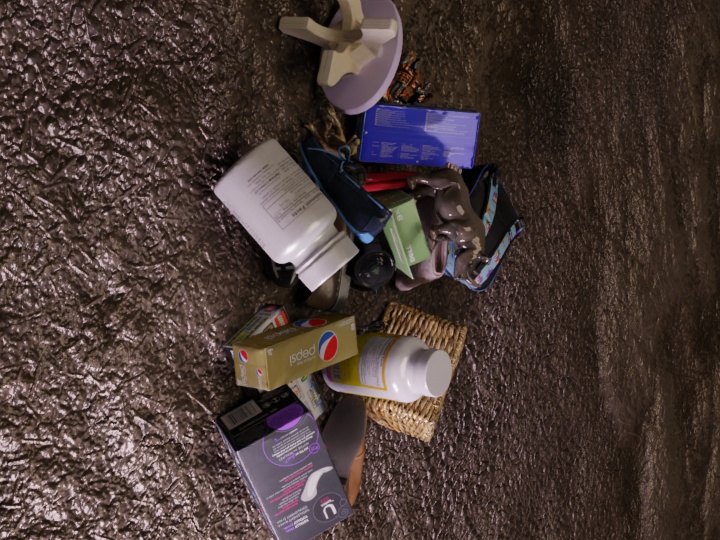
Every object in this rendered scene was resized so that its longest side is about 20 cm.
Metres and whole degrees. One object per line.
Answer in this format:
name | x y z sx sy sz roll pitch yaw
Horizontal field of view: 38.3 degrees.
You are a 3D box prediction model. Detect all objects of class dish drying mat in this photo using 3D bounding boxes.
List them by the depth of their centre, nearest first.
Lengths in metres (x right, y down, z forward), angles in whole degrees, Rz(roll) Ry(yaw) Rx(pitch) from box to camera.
dish drying mat | 0.029 -0.143 1.643 0.200 0.077 0.018 -11 111 -47

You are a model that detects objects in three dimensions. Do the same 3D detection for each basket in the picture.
basket | 0.085 0.177 1.802 0.143 0.149 0.200 86 23 -69

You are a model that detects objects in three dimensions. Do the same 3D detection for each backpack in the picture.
backpack | 0.187 -0.068 1.849 0.183 0.134 0.200 55 52 -40

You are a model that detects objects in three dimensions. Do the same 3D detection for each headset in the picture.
headset | 0.000 0.000 1.641 0.094 0.124 0.200 -12 87 -11

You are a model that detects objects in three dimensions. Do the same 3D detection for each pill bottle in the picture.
pill bottle | -0.099 -0.074 1.445 0.200 0.114 0.114 49 49 -1
pill bottle | 0.042 0.151 1.635 0.104 0.200 0.104 -7 99 -51

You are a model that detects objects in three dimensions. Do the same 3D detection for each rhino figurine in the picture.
rhino figurine | 0.146 -0.067 1.600 0.087 0.060 0.200 -23 86 -10

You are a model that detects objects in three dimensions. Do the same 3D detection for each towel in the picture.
towel | 0.112 -0.067 1.728 0.032 0.200 0.191 13 79 -12

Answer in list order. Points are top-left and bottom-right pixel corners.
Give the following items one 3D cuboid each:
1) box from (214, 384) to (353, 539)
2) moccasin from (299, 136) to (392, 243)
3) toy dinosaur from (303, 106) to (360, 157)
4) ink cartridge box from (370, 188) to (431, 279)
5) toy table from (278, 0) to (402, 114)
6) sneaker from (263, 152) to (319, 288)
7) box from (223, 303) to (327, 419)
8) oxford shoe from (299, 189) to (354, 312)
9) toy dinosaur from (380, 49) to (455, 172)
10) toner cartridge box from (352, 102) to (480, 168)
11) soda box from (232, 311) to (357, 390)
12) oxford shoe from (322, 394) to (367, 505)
box | -0.109 0.284 1.503 0.122 0.106 0.200 -27 118 -15
moccasin | -0.017 -0.125 1.500 0.068 0.200 0.080 -38 154 7
toy dinosaur | -0.040 -0.192 1.604 0.058 0.200 0.101 -27 88 -4
ink cartridge box | 0.057 -0.068 1.637 0.059 0.200 0.104 -22 112 -11
toy table | -0.018 -0.349 1.559 0.117 0.184 0.200 34 54 -65
sneaker | -0.092 -0.071 1.553 0.080 0.074 0.200 12 84 -53
box | -0.125 0.163 1.561 0.110 0.035 0.200 -45 126 -39
oxford shoe | -0.059 -0.039 1.600 0.084 0.073 0.200 8 79 -36
toy dinosaur | 0.073 -0.264 1.750 0.136 0.102 0.200 19 104 -36
toner cartridge box | 0.091 -0.222 1.698 0.200 0.043 0.095 2 104 -18
soda box | -0.092 0.115 1.514 0.200 0.068 0.064 -19 108 -49
oxford shoe | -0.023 0.297 1.682 0.071 0.071 0.200 5 99 -61
